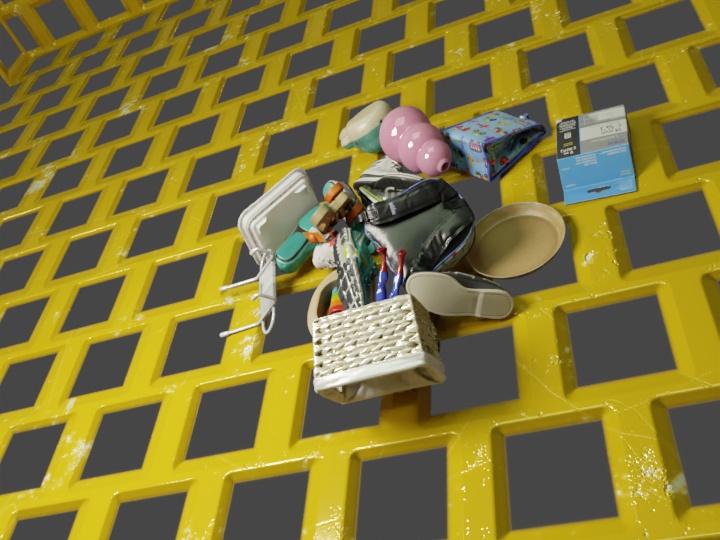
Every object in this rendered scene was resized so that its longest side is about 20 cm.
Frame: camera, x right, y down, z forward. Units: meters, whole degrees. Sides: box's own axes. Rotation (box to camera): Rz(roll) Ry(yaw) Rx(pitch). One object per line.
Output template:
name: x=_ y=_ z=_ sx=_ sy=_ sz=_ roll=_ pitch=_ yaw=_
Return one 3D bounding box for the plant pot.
plant pot: x=0.295 y=-0.053 z=1.506 sx=0.195 sy=0.028 sz=0.203 roll=-17 pitch=41 yaw=14

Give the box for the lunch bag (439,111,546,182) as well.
lunch bag: x=0.297 y=-0.297 z=1.732 sx=0.198 sy=0.096 sz=0.150 roll=-34 pitch=35 yaw=-21

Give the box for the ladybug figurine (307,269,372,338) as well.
ladybug figurine: x=-0.033 y=0.075 z=1.533 sx=0.133 sy=0.073 sz=0.203 roll=-9 pitch=43 yaw=22

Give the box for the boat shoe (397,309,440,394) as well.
boat shoe: x=0.108 y=0.133 z=1.392 sx=0.073 sy=0.076 sz=0.203 roll=12 pitch=62 yaw=33

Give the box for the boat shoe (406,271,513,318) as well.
boat shoe: x=0.173 y=0.038 z=1.401 sx=0.195 sy=0.074 sz=0.063 roll=12 pitch=22 yaw=-7

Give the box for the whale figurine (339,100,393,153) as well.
whale figurine: x=0.019 y=-0.343 z=1.955 sx=0.159 sy=0.104 sz=0.199 roll=-44 pitch=16 yaw=-18

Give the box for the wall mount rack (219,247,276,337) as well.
wall mount rack: x=-0.235 y=0.051 z=1.669 sx=0.174 sy=0.073 sz=0.204 roll=-47 pitch=38 yaw=43

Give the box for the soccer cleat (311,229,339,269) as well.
soccer cleat: x=-0.060 y=-0.032 z=1.643 sx=0.085 sy=0.069 sz=0.200 roll=-42 pitch=16 yaw=1

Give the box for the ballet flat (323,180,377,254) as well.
ballet flat: x=-0.004 y=-0.120 z=1.711 sx=0.071 sy=0.072 sz=0.202 roll=-34 pitch=68 yaw=-8

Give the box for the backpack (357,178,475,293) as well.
backpack: x=0.126 y=-0.069 z=1.501 sx=0.189 sy=0.154 sz=0.202 roll=-37 pitch=74 yaw=5

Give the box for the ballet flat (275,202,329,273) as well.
ballet flat: x=-0.120 y=-0.068 z=1.730 sx=0.066 sy=0.071 sz=0.201 roll=29 pitch=57 yaw=18

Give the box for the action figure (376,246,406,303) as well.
action figure: x=0.039 y=0.069 z=1.402 sx=0.064 sy=0.206 sz=0.099 roll=8 pitch=14 yaw=18

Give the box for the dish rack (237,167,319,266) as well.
dish rack: x=-0.166 y=-0.110 z=1.744 sx=0.200 sy=0.173 sz=0.043 roll=-43 pitch=51 yaw=-18

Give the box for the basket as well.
basket: x=0.027 y=0.131 z=1.293 sx=0.195 sy=0.135 sz=0.126 roll=-14 pitch=68 yaw=16

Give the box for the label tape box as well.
label tape box: x=0.466 y=-0.233 z=1.565 sx=0.141 sy=0.064 sz=0.203 roll=-11 pitch=42 yaw=23

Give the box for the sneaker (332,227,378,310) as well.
sneaker: x=0.000 y=0.000 z=1.484 sx=0.078 sy=0.078 sz=0.204 roll=124 pitch=150 yaw=-44

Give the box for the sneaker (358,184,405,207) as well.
sneaker: x=0.070 y=-0.142 z=1.718 sx=0.080 sy=0.075 sz=0.199 roll=-34 pitch=44 yaw=-23

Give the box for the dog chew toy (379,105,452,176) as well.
dog chew toy: x=0.127 y=-0.273 z=1.716 sx=0.124 sy=0.126 sz=0.200 roll=-36 pitch=49 yaw=-10

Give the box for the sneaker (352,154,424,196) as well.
sneaker: x=0.082 y=-0.221 z=1.780 sx=0.197 sy=0.076 sz=0.116 roll=6 pitch=52 yaw=39

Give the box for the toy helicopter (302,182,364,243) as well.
toy helicopter: x=-0.072 y=-0.105 z=1.594 sx=0.133 sy=0.079 sz=0.200 roll=-48 pitch=-4 yaw=9
